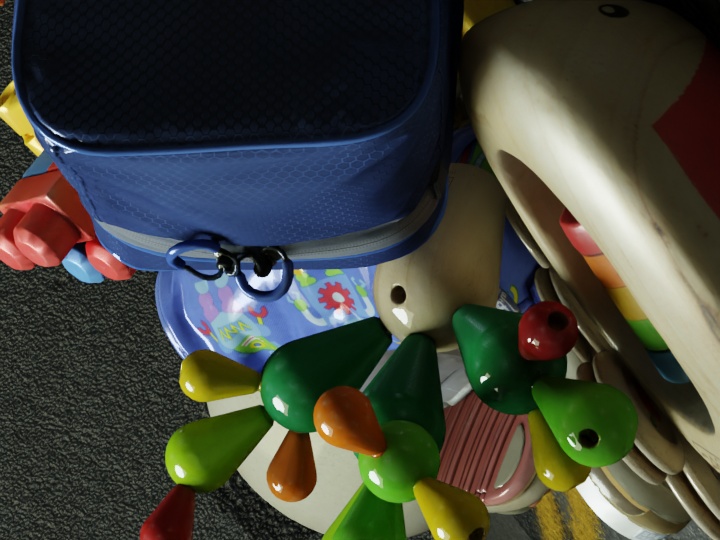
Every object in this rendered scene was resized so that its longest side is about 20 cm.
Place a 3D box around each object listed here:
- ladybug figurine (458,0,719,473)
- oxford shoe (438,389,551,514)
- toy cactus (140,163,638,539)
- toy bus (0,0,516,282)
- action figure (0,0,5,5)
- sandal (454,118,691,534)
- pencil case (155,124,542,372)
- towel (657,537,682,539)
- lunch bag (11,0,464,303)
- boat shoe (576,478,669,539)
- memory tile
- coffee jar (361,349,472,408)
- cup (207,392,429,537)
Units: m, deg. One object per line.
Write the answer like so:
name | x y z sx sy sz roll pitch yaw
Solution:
ladybug figurine | 0.108 -0.009 0.654 0.200 0.072 0.136 55 175 -17
oxford shoe | 0.072 0.092 1.041 0.075 0.071 0.200 26 178 -13
toy cactus | 0.009 0.032 0.712 0.102 0.166 0.200 38 144 -28
toy bus | -0.062 -0.072 0.828 0.136 0.192 0.200 47 152 -21
action figure | -0.142 -0.179 1.014 0.200 0.194 0.105 27 170 42
sandal | 0.101 0.015 0.873 0.080 0.054 0.201 3 -125 -50
pencil case | 0.000 0.000 0.864 0.200 0.078 0.087 -16 116 47
towel | 0.179 0.157 0.824 0.132 0.035 0.200 21 -172 3
lunch bag | -0.033 -0.089 0.677 0.132 0.135 0.201 71 -160 -72
boat shoe | 0.101 0.028 0.949 0.072 0.069 0.201 8 -135 -46
memory tile | 0.128 0.054 0.786 0.200 0.017 0.154 40 -158 -39
coffee jar | -0.007 -0.027 1.023 0.104 0.085 0.201 7 -127 -35
cup | 0.022 0.045 1.212 0.201 0.200 0.143 52 150 5
